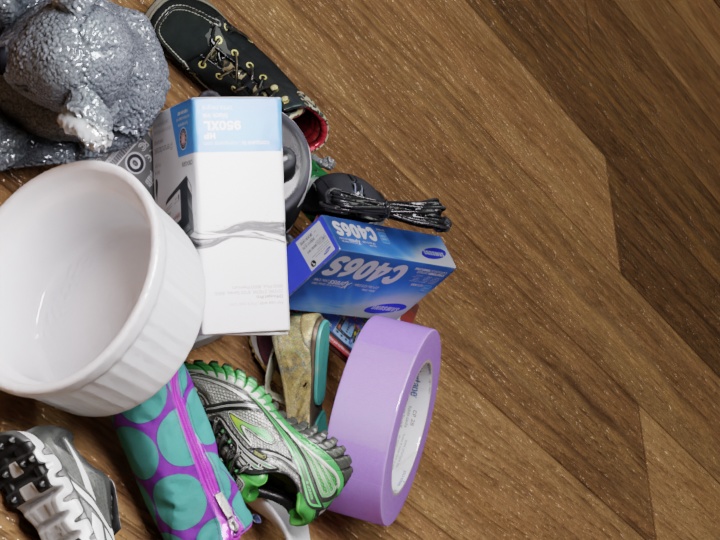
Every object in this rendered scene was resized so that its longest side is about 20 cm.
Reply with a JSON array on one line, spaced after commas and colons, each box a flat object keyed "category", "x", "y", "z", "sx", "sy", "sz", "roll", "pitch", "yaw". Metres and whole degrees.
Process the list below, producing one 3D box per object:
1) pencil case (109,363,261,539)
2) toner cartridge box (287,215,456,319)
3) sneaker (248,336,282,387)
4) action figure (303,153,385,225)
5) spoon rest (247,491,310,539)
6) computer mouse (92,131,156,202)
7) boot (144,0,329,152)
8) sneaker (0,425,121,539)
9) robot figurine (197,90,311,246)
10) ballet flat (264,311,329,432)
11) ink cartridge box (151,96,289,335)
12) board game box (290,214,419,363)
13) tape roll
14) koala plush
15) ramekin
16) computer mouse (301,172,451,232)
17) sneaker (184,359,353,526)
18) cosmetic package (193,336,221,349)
[{"category": "pencil case", "x": -0.159, "y": 0.150, "z": 1.580, "sx": 0.085, "sy": 0.092, "sz": 0.202, "roll": -33, "pitch": 107, "yaw": -41}, {"category": "toner cartridge box", "x": 0.000, "y": 0.000, "z": 1.801, "sx": 0.199, "sy": 0.095, "sz": 0.043, "roll": 7, "pitch": 49, "yaw": -53}, {"category": "sneaker", "x": -0.052, "y": 0.038, "z": 1.908, "sx": 0.075, "sy": 0.090, "sz": 0.201, "roll": 52, "pitch": 29, "yaw": -23}, {"category": "action figure", "x": -0.060, "y": -0.103, "z": 1.992, "sx": 0.200, "sy": 0.055, "sz": 0.118, "roll": 43, "pitch": 20, "yaw": 24}, {"category": "spoon rest", "x": -0.081, "y": 0.229, "z": 1.724, "sx": 0.099, "sy": 0.060, "sz": 0.202, "roll": 29, "pitch": 44, "yaw": -46}, {"category": "computer mouse", "x": -0.189, "y": -0.073, "z": 1.679, "sx": 0.200, "sy": 0.044, "sz": 0.110, "roll": 48, "pitch": 65, "yaw": -17}, {"category": "boot", "x": -0.126, "y": -0.207, "z": 1.934, "sx": 0.154, "sy": 0.074, "sz": 0.203, "roll": 43, "pitch": 6, "yaw": 38}, {"category": "sneaker", "x": -0.221, "y": 0.209, "z": 1.478, "sx": 0.202, "sy": 0.066, "sz": 0.090, "roll": 63, "pitch": 29, "yaw": 1}, {"category": "robot figurine", "x": -0.114, "y": -0.089, "z": 1.810, "sx": 0.200, "sy": 0.123, "sz": 0.152, "roll": 116, "pitch": -16, "yaw": -75}, {"category": "ballet flat", "x": -0.063, "y": 0.137, "z": 1.817, "sx": 0.071, "sy": 0.070, "sz": 0.202, "roll": -32, "pitch": 124, "yaw": -64}, {"category": "ink cartridge box", "x": -0.123, "y": -0.043, "z": 1.600, "sx": 0.083, "sy": 0.144, "sz": 0.203, "roll": -2, "pitch": 89, "yaw": -21}, {"category": "board game box", "x": -0.008, "y": 0.035, "z": 1.894, "sx": 0.200, "sy": 0.019, "sz": 0.104, "roll": 43, "pitch": 63, "yaw": -49}, {"category": "tape roll", "x": 0.022, "y": 0.149, "z": 1.837, "sx": 0.200, "sy": 0.065, "sz": 0.202, "roll": 15, "pitch": 90, "yaw": -77}, {"category": "koala plush", "x": -0.238, "y": -0.174, "z": 1.527, "sx": 0.200, "sy": 0.182, "sz": 0.180, "roll": 166, "pitch": -75, "yaw": -76}, {"category": "ramekin", "x": -0.222, "y": 0.022, "z": 1.501, "sx": 0.098, "sy": 0.199, "sz": 0.202, "roll": 40, "pitch": 34, "yaw": -53}, {"category": "computer mouse", "x": 0.018, "y": -0.070, "z": 1.828, "sx": 0.200, "sy": 0.139, "sz": 0.047, "roll": -177, "pitch": -83, "yaw": -81}, {"category": "sneaker", "x": -0.105, "y": 0.155, "z": 1.675, "sx": 0.199, "sy": 0.078, "sz": 0.085, "roll": 33, "pitch": 51, "yaw": 3}, {"category": "cosmetic package", "x": -0.200, "y": 0.008, "z": 1.709, "sx": 0.152, "sy": 0.051, "sz": 0.200, "roll": 63, "pitch": 26, "yaw": 3}]
